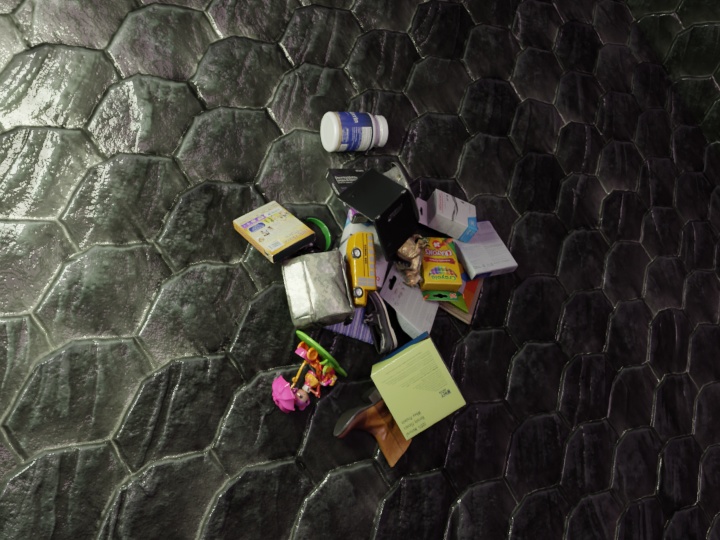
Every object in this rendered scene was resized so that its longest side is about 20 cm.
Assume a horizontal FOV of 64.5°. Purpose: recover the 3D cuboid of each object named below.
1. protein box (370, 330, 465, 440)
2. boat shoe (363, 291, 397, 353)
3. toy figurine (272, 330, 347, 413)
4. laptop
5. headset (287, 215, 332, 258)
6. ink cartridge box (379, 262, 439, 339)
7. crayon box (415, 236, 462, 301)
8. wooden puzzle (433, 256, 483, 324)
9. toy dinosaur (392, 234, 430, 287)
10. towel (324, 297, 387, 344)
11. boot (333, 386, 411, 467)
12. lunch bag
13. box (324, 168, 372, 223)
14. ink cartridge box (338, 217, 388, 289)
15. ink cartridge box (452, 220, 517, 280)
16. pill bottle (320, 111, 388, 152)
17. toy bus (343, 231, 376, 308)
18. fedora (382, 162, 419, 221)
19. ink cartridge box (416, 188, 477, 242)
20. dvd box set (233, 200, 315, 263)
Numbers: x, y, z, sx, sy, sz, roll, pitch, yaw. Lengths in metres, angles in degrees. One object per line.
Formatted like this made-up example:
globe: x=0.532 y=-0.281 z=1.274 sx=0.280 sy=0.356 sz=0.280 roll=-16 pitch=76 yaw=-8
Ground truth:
protein box: x=0.159 y=0.317 z=1.596 sx=0.195 sy=0.135 sz=0.204 roll=-31 pitch=90 yaw=5
boat shoe: x=0.043 y=0.142 z=1.645 sx=0.061 sy=0.072 sz=0.206 roll=-25 pitch=96 yaw=-25
toy figurine: x=-0.151 y=0.297 z=1.520 sx=0.186 sy=0.148 sz=0.201 roll=-52 pitch=126 yaw=-14
laptop: x=0.055 y=-0.165 z=1.640 sx=0.187 sy=0.113 sz=0.205 roll=-44 pitch=125 yaw=-39
headset: x=-0.154 y=-0.086 z=1.619 sx=0.198 sy=0.093 sz=0.126 roll=-33 pitch=92 yaw=-40
ink cartridge box: x=0.141 y=0.098 z=1.716 sx=0.198 sy=0.057 sz=0.164 roll=38 pitch=42 yaw=-8
crayon box: x=0.243 y=-0.006 z=1.778 sx=0.122 sy=0.051 sz=0.206 roll=2 pitch=59 yaw=-14
wooden puzzle: x=0.314 y=0.046 z=1.850 sx=0.181 sy=0.037 sz=0.205 roll=29 pitch=65 yaw=-16
toy dinosaur: x=0.138 y=-0.060 z=1.740 sx=0.135 sy=0.201 sz=0.086 roll=-41 pitch=140 yaw=5
towel: x=-0.014 y=0.125 z=1.675 sx=0.195 sy=0.024 sz=0.150 roll=20 pitch=72 yaw=-19
boot: x=0.035 y=0.463 z=1.596 sx=0.187 sy=0.068 sz=0.204 roll=-39 pitch=103 yaw=-37
lunch bag: x=-0.108 y=0.056 z=1.542 sx=0.162 sy=0.139 sz=0.207 roll=-15 pitch=74 yaw=8
box: x=-0.007 y=-0.225 z=1.692 sx=0.139 sy=0.037 sz=0.203 roll=-6 pitch=52 yaw=-36
ink cartridge box: x=0.011 y=-0.058 z=1.699 sx=0.143 sy=0.085 sz=0.206 roll=23 pitch=68 yaw=-18
ink cartridge box: x=0.401 y=-0.071 z=1.907 sx=0.194 sy=0.041 sz=0.204 roll=-8 pitch=58 yaw=-29
pill bottle: x=-0.017 y=-0.431 z=1.770 sx=0.194 sy=0.115 sz=0.120 roll=-8 pitch=79 yaw=-29
toy bus: x=0.000 y=0.000 z=1.595 sx=0.076 sy=0.065 sz=0.208 roll=4 pitch=74 yaw=-26
fedora: x=0.107 y=-0.232 z=1.767 sx=0.088 sy=0.178 sz=0.205 roll=-20 pitch=69 yaw=-1
ink cartridge box: x=0.280 y=-0.184 z=1.855 sx=0.194 sy=0.067 sz=0.119 roll=20 pitch=47 yaw=-17
dvd box set: x=-0.235 y=-0.109 z=1.551 sx=0.144 sy=0.030 sz=0.198 roll=-31 pitch=50 yaw=-29
